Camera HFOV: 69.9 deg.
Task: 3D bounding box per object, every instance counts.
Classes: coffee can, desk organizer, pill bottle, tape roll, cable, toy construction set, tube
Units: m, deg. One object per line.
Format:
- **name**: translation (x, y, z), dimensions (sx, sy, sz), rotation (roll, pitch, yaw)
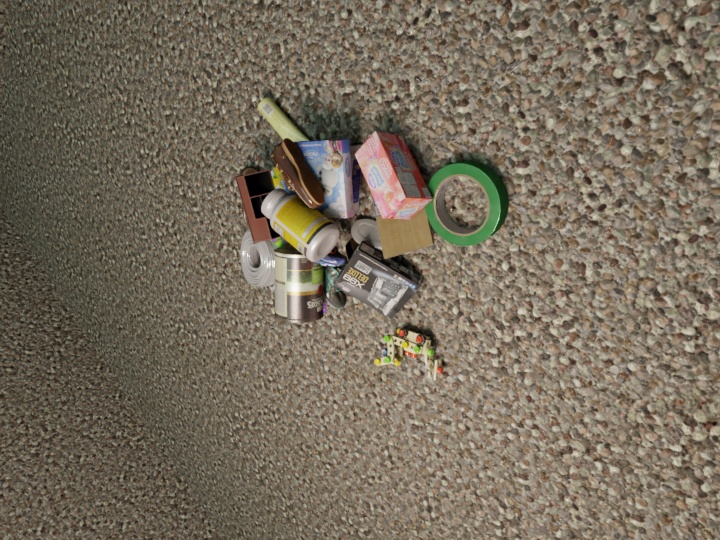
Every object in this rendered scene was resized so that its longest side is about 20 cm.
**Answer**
- **coffee can**: translation (-0.181, 0.038, 1.515), dimensions (0.146, 0.146, 0.201), rotation (10, 106, 36)
- **desk organizer**: translation (-0.286, -0.186, 1.491), dimensions (0.077, 0.072, 0.200), rotation (-6, 103, 38)
- **pill bottle**: translation (-0.160, -0.124, 1.339), dimensions (0.200, 0.112, 0.113), rotation (40, 128, 16)
- **tape roll**: translation (0.252, -0.161, 1.240), dimensions (0.200, 0.048, 0.201), rotation (16, 116, 34)
- **cable**: translation (-0.337, -0.045, 1.734), dimensions (0.200, 0.069, 0.200), rotation (52, 132, 28)
- **toy construction set**: translation (0.142, 0.236, 1.463), dimensions (0.200, 0.092, 0.131), rotation (15, 92, 26)
- **tube**: translation (-0.224, -0.423, 1.526), dimensions (0.200, 0.052, 0.058), rotation (50, 172, 8)

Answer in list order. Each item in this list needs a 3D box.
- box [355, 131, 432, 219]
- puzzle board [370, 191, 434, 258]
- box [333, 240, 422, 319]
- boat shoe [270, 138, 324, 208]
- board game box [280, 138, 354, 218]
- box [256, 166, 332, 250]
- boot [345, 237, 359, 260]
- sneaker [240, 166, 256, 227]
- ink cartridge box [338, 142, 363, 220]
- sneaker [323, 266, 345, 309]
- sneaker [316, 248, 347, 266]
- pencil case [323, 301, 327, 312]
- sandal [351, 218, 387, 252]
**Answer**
- **box**: translation (0.080, -0.234, 1.280), dimensions (0.095, 0.102, 0.200), rotation (-40, 64, 41)
- **puzzle board**: translation (0.107, -0.145, 1.346), dimensions (0.150, 0.017, 0.201), rotation (-16, 81, 34)
- **box**: translation (0.047, 0.029, 1.430), dimensions (0.200, 0.050, 0.158), rotation (31, 129, -7)
- **boat shoe**: translation (-0.163, -0.241, 1.330), dimensions (0.070, 0.070, 0.200), rotation (-35, 77, 29)
- **board game box**: translation (-0.115, -0.243, 1.367), dimensions (0.200, 0.043, 0.200), rotation (5, 109, 31)
- **box**: translation (-0.209, -0.196, 1.552), dimensions (0.192, 0.122, 0.200), rotation (-30, 88, 42)
- **boot**: translation (0.000, 0.000, 1.495), dimensions (0.073, 0.075, 0.200), rotation (-4, 106, 38)
- **sneaker**: translation (-0.362, -0.241, 1.704), dimensions (0.076, 0.070, 0.201), rotation (25, 116, 60)
- **ink cartridge box**: translation (-0.038, -0.243, 1.410), dimensions (0.037, 0.095, 0.200), rotation (18, 118, 32)
- **sneaker**: translation (-0.083, 0.022, 1.574), dimensions (0.091, 0.078, 0.200), rotation (-17, 98, 38)
- **sneaker**: translation (-0.116, -0.074, 1.408), dimensions (0.200, 0.075, 0.079), rotation (33, 114, 20)
- **pencil case**: translation (-0.190, 0.060, 1.671), dimensions (0.200, 0.084, 0.086), rotation (49, 169, 16)
- **sandal**: translation (0.060, -0.083, 1.424), dimensions (0.202, 0.083, 0.050), rotation (23, 164, 29)
